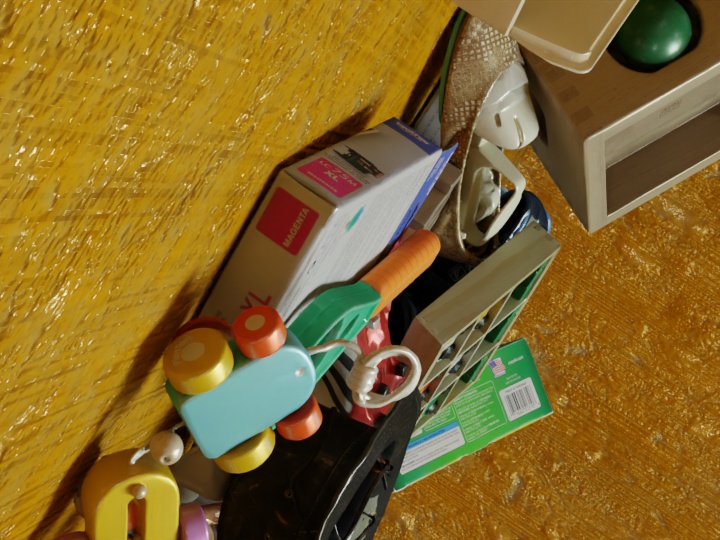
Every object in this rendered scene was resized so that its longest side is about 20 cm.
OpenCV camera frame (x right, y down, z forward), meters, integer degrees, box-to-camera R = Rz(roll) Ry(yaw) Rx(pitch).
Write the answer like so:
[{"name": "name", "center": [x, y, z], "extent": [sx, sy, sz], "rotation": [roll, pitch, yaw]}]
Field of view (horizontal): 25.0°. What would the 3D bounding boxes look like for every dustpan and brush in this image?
[{"name": "dustpan and brush", "center": [-0.084, 0.102, 0.986], "extent": [0.140, 0.057, 0.200], "rotation": [-49, 164, -39]}]

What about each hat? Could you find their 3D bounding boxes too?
[{"name": "hat", "center": [-0.035, 0.139, 0.941], "extent": [0.201, 0.081, 0.202], "rotation": [23, 90, -81]}]

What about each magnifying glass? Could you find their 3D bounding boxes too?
[{"name": "magnifying glass", "center": [-0.007, 0.025, 0.856], "extent": [0.200, 0.022, 0.080], "rotation": [-44, 166, -55]}]

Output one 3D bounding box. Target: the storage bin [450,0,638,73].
[{"name": "storage bin", "center": [0.144, -0.230, 0.803], "extent": [0.199, 0.093, 0.200], "rotation": [-55, 175, -28]}]

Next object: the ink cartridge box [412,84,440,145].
[{"name": "ink cartridge box", "center": [0.085, -0.122, 1.189], "extent": [0.201, 0.045, 0.176], "rotation": [-57, 175, 3]}]

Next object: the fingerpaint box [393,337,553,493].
[{"name": "fingerpaint box", "center": [0.029, 0.130, 1.335], "extent": [0.199, 0.074, 0.167], "rotation": [-20, 178, -42]}]

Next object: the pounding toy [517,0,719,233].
[{"name": "pounding toy", "center": [0.190, -0.160, 1.069], "extent": [0.184, 0.143, 0.200], "rotation": [-30, 158, -2]}]

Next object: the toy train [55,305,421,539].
[{"name": "toy train", "center": [-0.064, 0.097, 0.764], "extent": [0.150, 0.056, 0.201], "rotation": [16, 111, -38]}]

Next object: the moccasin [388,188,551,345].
[{"name": "moccasin", "center": [0.050, 0.006, 1.190], "extent": [0.200, 0.080, 0.068], "rotation": [-45, 156, -6]}]

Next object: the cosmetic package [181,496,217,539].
[{"name": "cosmetic package", "center": [-0.122, 0.233, 1.193], "extent": [0.200, 0.090, 0.107], "rotation": [-55, 176, 7]}]

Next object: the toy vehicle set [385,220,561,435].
[{"name": "toy vehicle set", "center": [0.062, 0.057, 1.135], "extent": [0.124, 0.027, 0.200], "rotation": [-38, 165, -31]}]

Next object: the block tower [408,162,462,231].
[{"name": "block tower", "center": [0.000, 0.000, 1.078], "extent": [0.058, 0.054, 0.200], "rotation": [-53, 173, -45]}]

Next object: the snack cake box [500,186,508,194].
[{"name": "snack cake box", "center": [0.055, 0.018, 1.297], "extent": [0.200, 0.067, 0.115], "rotation": [-37, 179, 6]}]

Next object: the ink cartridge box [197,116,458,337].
[{"name": "ink cartridge box", "center": [-0.018, -0.013, 0.842], "extent": [0.120, 0.042, 0.200], "rotation": [-59, 169, 22]}]

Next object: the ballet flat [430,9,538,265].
[{"name": "ballet flat", "center": [0.082, -0.083, 1.042], "extent": [0.070, 0.065, 0.201], "rotation": [-41, 152, -37]}]

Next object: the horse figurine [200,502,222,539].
[{"name": "horse figurine", "center": [-0.131, 0.215, 1.052], "extent": [0.200, 0.050, 0.133], "rotation": [-45, 141, -34]}]

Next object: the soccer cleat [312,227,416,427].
[{"name": "soccer cleat", "center": [-0.013, 0.017, 1.014], "extent": [0.069, 0.085, 0.201], "rotation": [-47, 146, -40]}]
